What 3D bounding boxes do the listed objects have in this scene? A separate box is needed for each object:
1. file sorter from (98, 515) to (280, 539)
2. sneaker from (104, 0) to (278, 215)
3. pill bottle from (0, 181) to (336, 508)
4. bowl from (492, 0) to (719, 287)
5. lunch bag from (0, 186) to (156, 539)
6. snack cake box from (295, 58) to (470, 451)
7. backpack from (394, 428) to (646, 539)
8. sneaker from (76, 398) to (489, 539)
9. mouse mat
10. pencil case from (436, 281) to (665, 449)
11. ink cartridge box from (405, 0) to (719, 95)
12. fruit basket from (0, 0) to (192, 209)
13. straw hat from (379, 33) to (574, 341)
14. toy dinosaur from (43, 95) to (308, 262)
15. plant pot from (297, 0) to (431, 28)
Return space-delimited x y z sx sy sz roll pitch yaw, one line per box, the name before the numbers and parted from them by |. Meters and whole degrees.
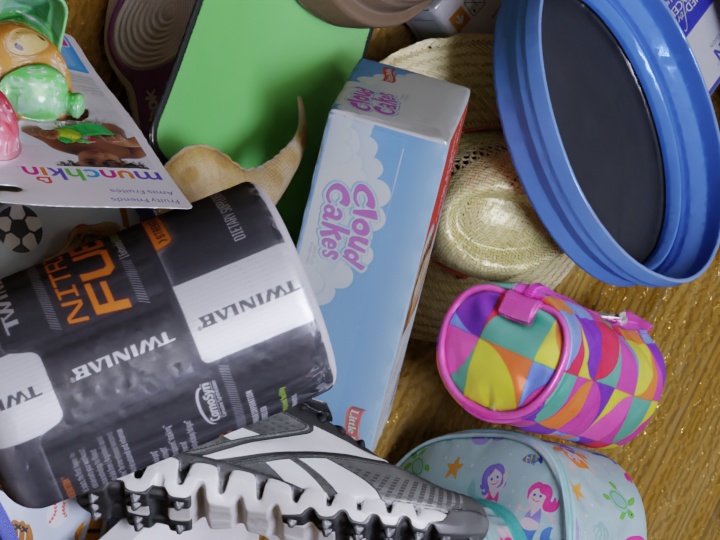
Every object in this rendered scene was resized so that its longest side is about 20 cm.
file sorter | -0.065 0.198 1.368 0.139 0.124 0.200 -43 158 -26
sneaker | -0.085 -0.095 1.418 0.100 0.075 0.201 -8 99 -61
pill bottle | -0.120 0.043 1.207 0.199 0.106 0.107 -22 112 -8
bowl | 0.142 -0.085 1.501 0.200 0.039 0.201 29 52 -46
lunch bag | -0.163 0.057 1.335 0.170 0.124 0.200 -42 113 -28
snack cake box | 0.000 0.000 1.415 0.115 0.067 0.201 -61 166 -70
backpack | 0.073 0.190 1.504 0.150 0.177 0.201 21 74 -38
sneaker | -0.033 0.089 1.282 0.199 0.067 0.091 9 65 0
mouse mat | -0.046 -0.111 1.402 0.161 0.008 0.201 48 51 -51
pencil case | 0.113 0.053 1.522 0.200 0.088 0.089 15 87 -67
ink cartridge box | 0.138 -0.157 1.589 0.198 0.047 0.200 -52 127 -21
fruit basket | -0.192 -0.084 1.227 0.185 0.200 0.094 2 113 -25
straw hat | 0.074 -0.034 1.499 0.200 0.085 0.202 -9 112 -24
toy dinosaur | -0.064 -0.018 1.311 0.200 0.058 0.101 -31 108 -43
plant pot | 0.031 -0.231 1.423 0.201 0.092 0.202 -6 97 -58
